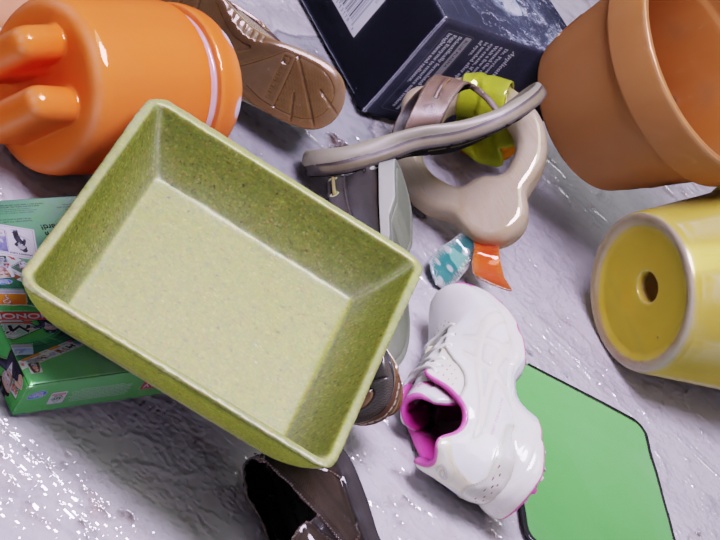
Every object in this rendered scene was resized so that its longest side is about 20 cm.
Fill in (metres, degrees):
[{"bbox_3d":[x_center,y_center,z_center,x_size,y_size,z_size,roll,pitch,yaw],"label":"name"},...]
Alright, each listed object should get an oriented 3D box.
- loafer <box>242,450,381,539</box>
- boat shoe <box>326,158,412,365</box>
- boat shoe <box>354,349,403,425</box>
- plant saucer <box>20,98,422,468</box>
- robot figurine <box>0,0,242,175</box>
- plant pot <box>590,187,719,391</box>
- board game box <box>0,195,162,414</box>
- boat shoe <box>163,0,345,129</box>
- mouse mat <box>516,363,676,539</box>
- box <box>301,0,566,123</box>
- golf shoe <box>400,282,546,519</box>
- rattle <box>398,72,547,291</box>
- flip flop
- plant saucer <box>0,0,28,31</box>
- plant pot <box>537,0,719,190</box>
[{"bbox_3d":[-0.021,0.178,1.079,0.071,0.073,0.200,11,34,-36],"label":"loafer"},{"bbox_3d":[0.000,0.000,1.345,0.202,0.060,0.072,-84,161,-51],"label":"boat shoe"},{"bbox_3d":[-0.046,0.028,1.245,0.200,0.076,0.074,49,7,24],"label":"boat shoe"},{"bbox_3d":[-0.081,0.014,1.121,0.200,0.048,0.200,32,40,-4],"label":"plant saucer"},{"bbox_3d":[-0.158,-0.121,1.240,0.200,0.117,0.144,-5,41,-49],"label":"robot figurine"},{"bbox_3d":[0.301,0.015,1.573,0.188,0.201,0.201,0,49,-32],"label":"plant pot"},{"bbox_3d":[-0.141,0.013,1.143,0.199,0.029,0.135,-5,54,-40],"label":"board game box"},{"bbox_3d":[-0.104,-0.168,1.443,0.199,0.072,0.072,27,1,-7],"label":"boat shoe"},{"bbox_3d":[0.167,0.152,1.400,0.161,0.008,0.200,28,31,-26],"label":"mouse mat"},{"bbox_3d":[0.064,-0.225,1.659,0.200,0.117,0.197,11,42,-46],"label":"box"},{"bbox_3d":[0.067,0.075,1.313,0.091,0.075,0.200,21,34,-28],"label":"golf shoe"},{"bbox_3d":[0.090,-0.046,1.545,0.130,0.143,0.201,-6,65,-14],"label":"rattle"},{"bbox_3d":[0.048,-0.116,1.452,0.081,0.199,0.058,157,-82,-79],"label":"flip flop"},{"bbox_3d":[-0.251,-0.209,1.330,0.200,0.037,0.201,30,31,-20],"label":"plant saucer"},{"bbox_3d":[0.239,-0.151,1.574,0.200,0.140,0.201,23,58,-41],"label":"plant pot"}]
